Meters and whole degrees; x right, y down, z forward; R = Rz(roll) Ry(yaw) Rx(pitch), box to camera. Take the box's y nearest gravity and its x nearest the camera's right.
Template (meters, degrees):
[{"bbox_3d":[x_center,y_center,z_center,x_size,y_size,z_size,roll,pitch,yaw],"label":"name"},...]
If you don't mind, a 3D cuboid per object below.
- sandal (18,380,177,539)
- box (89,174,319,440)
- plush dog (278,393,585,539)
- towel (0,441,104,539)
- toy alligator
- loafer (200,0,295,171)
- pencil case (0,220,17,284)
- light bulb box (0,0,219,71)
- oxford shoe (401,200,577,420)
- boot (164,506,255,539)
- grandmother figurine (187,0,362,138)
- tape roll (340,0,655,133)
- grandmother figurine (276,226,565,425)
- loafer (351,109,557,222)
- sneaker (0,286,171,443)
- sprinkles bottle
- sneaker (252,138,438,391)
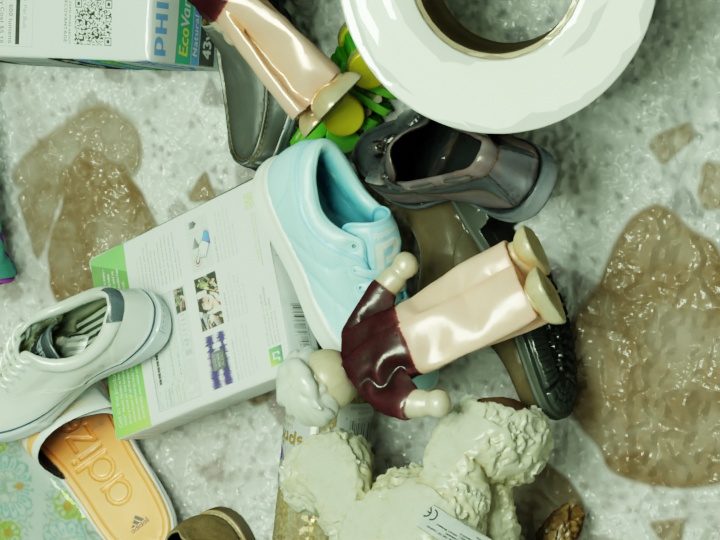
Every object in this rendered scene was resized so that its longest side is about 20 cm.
[{"bbox_3d":[-0.210,0.130,1.502,0.079,0.059,0.207,-39,69,-8],"label":"sandal"},{"bbox_3d":[-0.117,0.031,1.444,0.199,0.036,0.146,-22,72,40],"label":"box"},{"bbox_3d":[0.058,0.192,1.335,0.199,0.172,0.162,-16,55,24],"label":"plush dog"},{"bbox_3d":[-0.261,0.232,1.559,0.200,0.048,0.172,43,111,18],"label":"towel"},{"bbox_3d":[-0.009,-0.111,1.415,0.054,0.059,0.201,20,114,-20],"label":"toy alligator"},{"bbox_3d":[-0.087,-0.173,1.426,0.072,0.072,0.202,-2,89,48],"label":"loafer"},{"bbox_3d":[-0.324,-0.084,1.546,0.084,0.092,0.202,-8,89,24],"label":"pencil case"},{"bbox_3d":[-0.203,-0.250,1.459,0.198,0.125,0.200,5,95,25],"label":"light bulb box"},{"bbox_3d":[0.088,0.021,1.364,0.084,0.072,0.201,-35,66,26],"label":"oxford shoe"},{"bbox_3d":[-0.081,0.271,1.458,0.074,0.075,0.201,-40,77,21],"label":"boot"},{"bbox_3d":[-0.087,-0.182,1.331,0.200,0.061,0.121,45,150,-1],"label":"grandmother figurine"},{"bbox_3d":[0.093,-0.194,1.278,0.201,0.139,0.205,1,99,8],"label":"tape roll"},{"bbox_3d":[0.033,0.048,1.293,0.199,0.061,0.122,-25,43,15],"label":"grandmother figurine"},{"bbox_3d":[0.050,-0.079,1.317,0.199,0.063,0.072,16,81,55],"label":"loafer"},{"bbox_3d":[-0.234,0.062,1.453,0.199,0.071,0.073,-32,55,23],"label":"sneaker"},{"bbox_3d":[-0.027,0.140,1.426,0.068,0.068,0.202,10,97,25],"label":"sprinkles bottle"},{"bbox_3d":[0.000,0.000,1.355,0.201,0.074,0.082,56,142,-2],"label":"sneaker"}]
